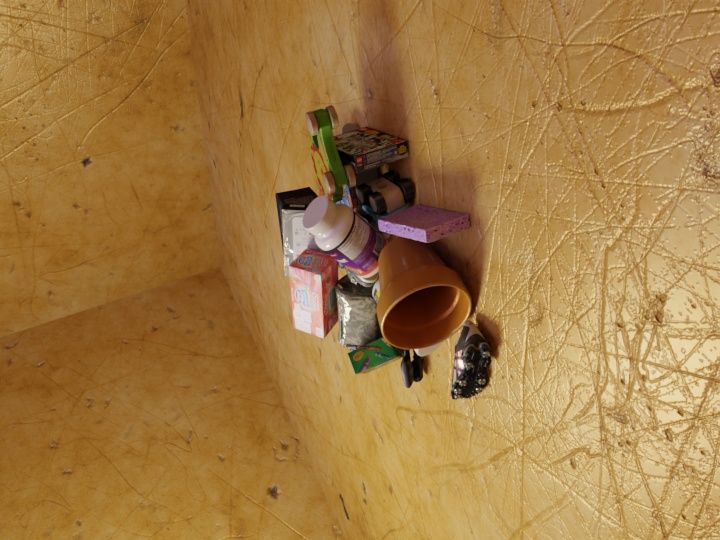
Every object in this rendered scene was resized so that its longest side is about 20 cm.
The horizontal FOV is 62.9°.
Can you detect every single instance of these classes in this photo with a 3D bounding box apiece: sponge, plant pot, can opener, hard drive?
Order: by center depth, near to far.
[{"bbox_3d":[0.126,-0.099,1.215,0.199,0.109,0.031,24,131,61],"label":"sponge"},{"bbox_3d":[0.116,0.032,1.261,0.204,0.194,0.186,96,163,-46],"label":"plant pot"},{"bbox_3d":[0.130,0.194,1.506,0.079,0.061,0.207,-82,-12,-80],"label":"can opener"},{"bbox_3d":[-0.136,-0.075,1.548,0.038,0.135,0.205,-88,1,-56],"label":"hard drive"}]

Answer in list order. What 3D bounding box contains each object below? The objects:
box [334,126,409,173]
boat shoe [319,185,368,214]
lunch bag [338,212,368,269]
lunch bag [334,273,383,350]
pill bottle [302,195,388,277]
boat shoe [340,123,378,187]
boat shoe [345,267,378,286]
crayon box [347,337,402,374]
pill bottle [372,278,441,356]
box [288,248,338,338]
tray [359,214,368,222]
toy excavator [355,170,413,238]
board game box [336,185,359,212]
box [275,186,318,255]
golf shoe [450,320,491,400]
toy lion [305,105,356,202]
[{"bbox_3d":[0.004,-0.279,1.342,0.199,0.134,0.041,36,141,55],"label":"box"},{"bbox_3d":[-0.018,-0.210,1.542,0.197,0.067,0.073,25,137,35],"label":"boat shoe"},{"bbox_3d":[-0.045,-0.122,1.652,0.162,0.081,0.203,57,154,31],"label":"lunch bag"},{"bbox_3d":[0.010,0.099,1.571,0.140,0.164,0.205,46,147,47],"label":"lunch bag"},{"bbox_3d":[-0.034,-0.078,1.322,0.199,0.113,0.111,36,180,-36],"label":"pill bottle"},{"bbox_3d":[-0.012,-0.264,1.477,0.205,0.070,0.066,69,159,12],"label":"boat shoe"},{"bbox_3d":[0.000,0.000,1.475,0.201,0.071,0.064,-120,36,-61],"label":"boat shoe"},{"bbox_3d":[0.042,0.223,1.553,0.200,0.116,0.060,44,-157,-77],"label":"crayon box"},{"bbox_3d":[0.116,0.099,1.393,0.202,0.107,0.111,56,153,35],"label":"pill bottle"},{"bbox_3d":[-0.119,0.060,1.539,0.100,0.095,0.205,14,126,22],"label":"box"},{"bbox_3d":[-0.033,-0.110,1.502,0.200,0.022,0.110,41,143,51],"label":"tray"},{"bbox_3d":[0.055,-0.128,1.407,0.194,0.098,0.204,43,152,53],"label":"toy excavator"},{"bbox_3d":[-0.044,-0.211,1.450,0.104,0.019,0.205,117,145,-57],"label":"board game box"},{"bbox_3d":[-0.158,-0.108,1.690,0.200,0.114,0.202,-132,33,-55],"label":"box"},{"bbox_3d":[0.233,0.199,1.262,0.089,0.075,0.204,-102,14,-46],"label":"golf shoe"},{"bbox_3d":[-0.078,-0.251,1.311,0.191,0.067,0.206,-152,44,-72],"label":"toy lion"}]
